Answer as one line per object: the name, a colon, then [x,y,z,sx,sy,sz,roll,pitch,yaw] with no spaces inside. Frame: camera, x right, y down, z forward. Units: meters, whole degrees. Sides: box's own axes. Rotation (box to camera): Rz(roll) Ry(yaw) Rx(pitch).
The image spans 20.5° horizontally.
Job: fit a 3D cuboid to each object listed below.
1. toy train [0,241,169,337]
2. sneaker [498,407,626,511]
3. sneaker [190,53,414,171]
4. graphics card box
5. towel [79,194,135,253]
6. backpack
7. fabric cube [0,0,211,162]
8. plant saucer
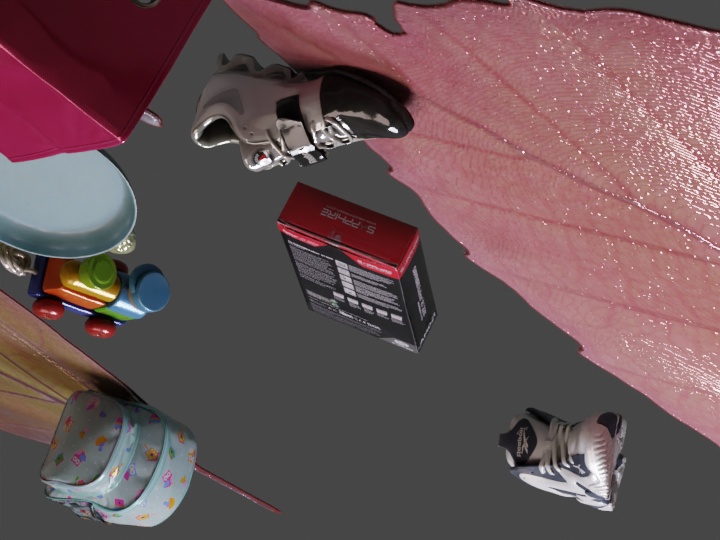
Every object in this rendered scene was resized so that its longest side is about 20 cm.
toy train: [-0.310,0.004,2.150,0.199,0.086,0.115,23,160,-37]
sneaker: [0.197,0.179,1.998,0.128,0.080,0.199,13,168,13]
sneaker: [-0.049,-0.111,1.573,0.199,0.089,0.074,10,154,37]
graphics card box: [0.000,0.000,1.847,0.124,0.051,0.200,21,159,17]
towel: [-0.334,-0.087,2.093,0.198,0.037,0.149,21,159,19]
backpack: [-0.336,0.263,2.787,0.198,0.177,0.153,11,160,30]
fabric cube: [-0.231,-0.216,1.378,0.199,0.197,0.199,39,159,-27]
plant saucer: [-0.316,-0.086,1.979,0.198,0.028,0.201,8,142,6]
